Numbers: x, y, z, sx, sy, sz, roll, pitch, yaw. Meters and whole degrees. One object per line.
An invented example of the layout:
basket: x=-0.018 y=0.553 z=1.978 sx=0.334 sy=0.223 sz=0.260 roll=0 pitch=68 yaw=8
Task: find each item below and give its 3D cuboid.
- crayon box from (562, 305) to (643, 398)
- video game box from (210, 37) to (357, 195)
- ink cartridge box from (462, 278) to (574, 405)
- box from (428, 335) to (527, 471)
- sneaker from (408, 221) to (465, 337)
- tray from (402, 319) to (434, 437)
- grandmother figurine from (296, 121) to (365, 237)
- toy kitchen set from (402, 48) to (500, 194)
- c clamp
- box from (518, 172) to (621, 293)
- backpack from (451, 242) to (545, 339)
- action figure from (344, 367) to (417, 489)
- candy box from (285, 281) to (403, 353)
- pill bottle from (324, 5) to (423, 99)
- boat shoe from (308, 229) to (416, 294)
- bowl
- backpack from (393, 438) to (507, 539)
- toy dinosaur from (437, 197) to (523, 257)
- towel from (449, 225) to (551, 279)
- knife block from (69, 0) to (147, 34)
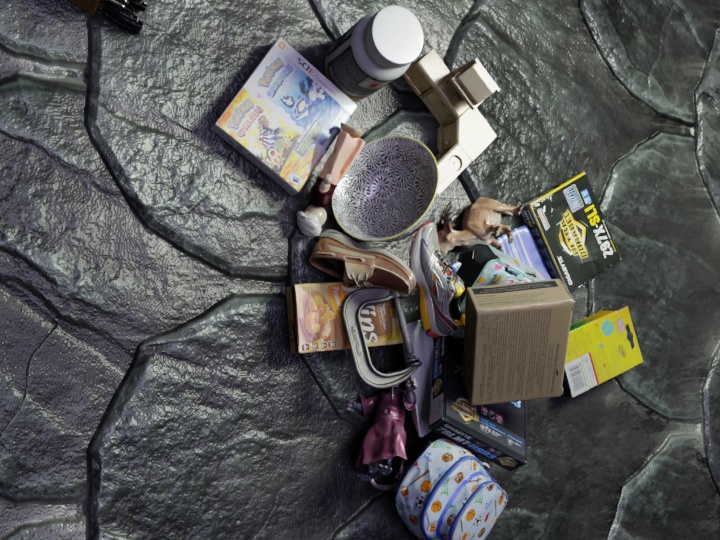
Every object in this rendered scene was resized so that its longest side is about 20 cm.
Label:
crayon box: x=0.474 y=0.163 z=1.569 sx=0.198 sy=0.051 sz=0.128 roll=-19 pitch=95 yaw=-23
video game box: x=-0.128 y=-0.265 z=1.329 sx=0.182 sy=0.047 sz=0.201 roll=37 pitch=73 yaw=-16
ink cartridge box: x=0.259 y=0.121 z=1.293 sx=0.163 sy=0.075 sz=0.202 roll=-5 pitch=121 yaw=-6
box: x=0.217 y=0.233 z=1.405 sx=0.199 sy=0.050 sz=0.200 roll=30 pitch=46 yaw=-20
sneaker: x=0.140 y=0.013 z=1.322 sx=0.078 sy=0.081 sz=0.202 roll=-32 pitch=112 yaw=-55
tray: x=0.110 y=0.191 z=1.402 sx=0.107 sy=0.022 sz=0.203 roll=-8 pitch=91 yaw=-61
grandmother figurine: x=-0.054 y=-0.152 z=1.321 sx=0.060 sy=0.121 sz=0.202 roll=25 pitch=100 yaw=5
toy kitchen set: x=0.140 y=-0.269 z=1.383 sx=0.180 sy=0.163 sz=0.200 roll=-45 pitch=104 yaw=-19
c clamp: x=0.054 y=0.099 z=1.321 sx=0.169 sy=0.027 sz=0.202 roll=-2 pitch=72 yaw=-21
box: x=0.425 y=-0.074 z=1.563 sx=0.159 sy=0.049 sz=0.202 roll=-29 pitch=99 yaw=-24
backpack: x=0.261 y=0.067 z=1.399 sx=0.198 sy=0.154 sz=0.177 roll=21 pitch=108 yaw=-29
action figure: x=0.057 y=0.264 z=1.350 sx=0.149 sy=0.133 sz=0.202 roll=53 pitch=40 yaw=-45
candy box: x=-0.027 y=0.078 z=1.348 sx=0.198 sy=0.055 sz=0.117 roll=-3 pitch=86 yaw=-24
pill bottle: x=0.022 y=-0.370 z=1.316 sx=0.115 sy=0.200 sz=0.118 roll=1 pitch=88 yaw=-23
boat shoe: x=0.000 y=0.000 z=1.308 sx=0.072 sy=0.198 sz=0.076 roll=-52 pitch=150 yaw=-31
bowl: x=0.057 y=-0.125 z=1.356 sx=0.094 sy=0.199 sz=0.203 roll=44 pitch=67 yaw=-57
backpack: x=0.151 y=0.394 z=1.338 sx=0.201 sy=0.153 sz=0.191 roll=-56 pitch=132 yaw=-17
toy dinosaur: x=0.222 y=-0.097 z=1.462 sx=0.200 sy=0.135 sz=0.087 roll=-42 pitch=147 yaw=-41
towel: x=0.279 y=0.013 z=1.506 sx=0.199 sy=0.024 sz=0.146 roll=-27 pitch=97 yaw=-23
knife block: x=-0.430 y=-0.448 z=1.205 sx=0.198 sy=0.176 sz=0.065 roll=18 pitch=75 yaw=24
